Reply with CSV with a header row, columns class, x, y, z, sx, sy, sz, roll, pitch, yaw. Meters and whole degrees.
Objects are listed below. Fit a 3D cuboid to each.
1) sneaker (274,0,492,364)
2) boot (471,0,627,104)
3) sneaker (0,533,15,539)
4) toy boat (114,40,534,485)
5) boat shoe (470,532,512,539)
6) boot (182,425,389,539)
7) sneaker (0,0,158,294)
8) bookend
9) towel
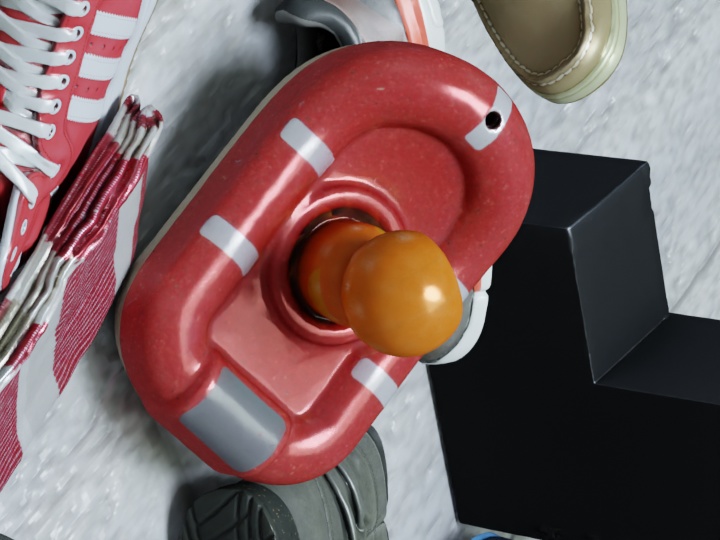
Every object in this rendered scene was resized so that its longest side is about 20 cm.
class,x,y,z,sx,sy,sz,roll,pitch,yaw
sneaker,-0.001,-0.045,1.298,0.082,0.077,0.201,-24,110,-32
boot,0.036,-0.175,1.258,0.154,0.072,0.201,21,44,-53
sneaker,-0.146,0.174,1.050,0.108,0.067,0.202,-57,173,-25
toy boat,0.000,0.000,1.192,0.130,0.131,0.200,43,79,-31
boat shoe,0.102,0.215,1.464,0.084,0.069,0.200,-42,130,-19
boot,-0.021,0.174,1.302,0.130,0.067,0.201,-21,114,-58
sneaker,-0.129,-0.069,1.031,0.113,0.071,0.201,-55,165,-44
bookend,0.135,0.033,1.379,0.092,0.198,0.201,-38,125,-43
towel,-0.129,0.044,1.090,0.201,0.023,0.144,-62,176,-27
